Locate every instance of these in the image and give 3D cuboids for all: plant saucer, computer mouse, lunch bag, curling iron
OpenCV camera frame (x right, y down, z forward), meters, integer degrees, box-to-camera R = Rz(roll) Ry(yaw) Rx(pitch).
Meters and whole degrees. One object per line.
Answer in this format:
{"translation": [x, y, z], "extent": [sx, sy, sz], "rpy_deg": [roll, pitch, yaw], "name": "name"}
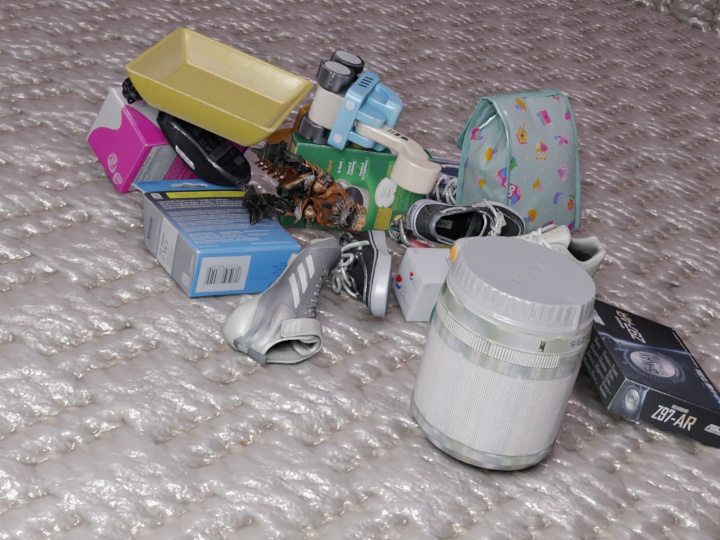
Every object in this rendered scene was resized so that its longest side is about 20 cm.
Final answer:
{"translation": [-0.177, -0.225, 1.569], "extent": [0.197, 0.049, 0.200], "rpy_deg": [23, 28, 3], "name": "plant saucer"}
{"translation": [-0.219, -0.183, 1.607], "extent": [0.199, 0.046, 0.141], "rpy_deg": [40, 28, -9], "name": "computer mouse"}
{"translation": [0.227, -0.155, 1.776], "extent": [0.168, 0.204, 0.121], "rpy_deg": [-9, 15, -38], "name": "lunch bag"}
{"translation": [0.106, -0.019, 1.571], "extent": [0.199, 0.025, 0.050], "rpy_deg": [28, 40, -39], "name": "curling iron"}

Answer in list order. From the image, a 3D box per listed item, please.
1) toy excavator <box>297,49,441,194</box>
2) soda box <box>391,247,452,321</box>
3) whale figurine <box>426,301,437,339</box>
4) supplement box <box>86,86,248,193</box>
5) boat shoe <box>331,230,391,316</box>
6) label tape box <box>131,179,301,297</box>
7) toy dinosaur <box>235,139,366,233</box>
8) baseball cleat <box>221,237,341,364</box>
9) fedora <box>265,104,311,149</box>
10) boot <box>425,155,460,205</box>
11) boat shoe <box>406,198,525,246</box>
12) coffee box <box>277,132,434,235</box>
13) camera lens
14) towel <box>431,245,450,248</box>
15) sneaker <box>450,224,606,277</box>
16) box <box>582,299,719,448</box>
{"translation": [0.022, -0.185, 1.606], "extent": [0.197, 0.101, 0.195], "rpy_deg": [24, 26, 3], "name": "toy excavator"}
{"translation": [0.143, 0.018, 1.545], "extent": [0.197, 0.069, 0.064], "rpy_deg": [1, 43, -26], "name": "soda box"}
{"translation": [0.166, 0.059, 1.449], "extent": [0.158, 0.105, 0.198], "rpy_deg": [32, 26, 33], "name": "whale figurine"}
{"translation": [-0.253, -0.186, 1.686], "extent": [0.198, 0.104, 0.102], "rpy_deg": [-13, 62, -45], "name": "supplement box"}
{"translation": [0.000, -0.003, 1.505], "extent": [0.067, 0.075, 0.200], "rpy_deg": [4, 25, -4], "name": "boat shoe"}
{"translation": [-0.183, -0.044, 1.521], "extent": [0.141, 0.067, 0.200], "rpy_deg": [-4, 28, -34], "name": "label tape box"}
{"translation": [-0.077, -0.096, 1.538], "extent": [0.134, 0.104, 0.198], "rpy_deg": [12, -5, -42], "name": "toy dinosaur"}
{"translation": [-0.065, 0.042, 1.398], "extent": [0.106, 0.070, 0.200], "rpy_deg": [33, 51, 20], "name": "baseball cleat"}
{"translation": [-0.043, -0.197, 1.868], "extent": [0.197, 0.083, 0.201], "rpy_deg": [11, 27, -6], "name": "fedora"}
{"translation": [0.119, -0.127, 1.824], "extent": [0.197, 0.074, 0.090], "rpy_deg": [-6, 26, -36], "name": "boot"}
{"translation": [0.154, -0.058, 1.637], "extent": [0.197, 0.075, 0.068], "rpy_deg": [11, 6, -39], "name": "boat shoe"}
{"translation": [-0.008, -0.115, 1.682], "extent": [0.196, 0.125, 0.044], "rpy_deg": [4, 28, -18], "name": "coffee box"}
{"translation": [0.144, 0.088, 1.269], "extent": [0.157, 0.203, 0.161], "rpy_deg": [11, 26, -5], "name": "camera lens"}
{"translation": [0.161, -0.017, 1.699], "extent": [0.198, 0.018, 0.086], "rpy_deg": [-11, 31, -40], "name": "towel"}
{"translation": [0.204, -0.025, 1.495], "extent": [0.197, 0.092, 0.077], "rpy_deg": [6, 50, -23], "name": "sneaker"}
{"translation": [0.331, 0.113, 1.460], "extent": [0.158, 0.044, 0.201], "rpy_deg": [20, 23, -19], "name": "box"}
